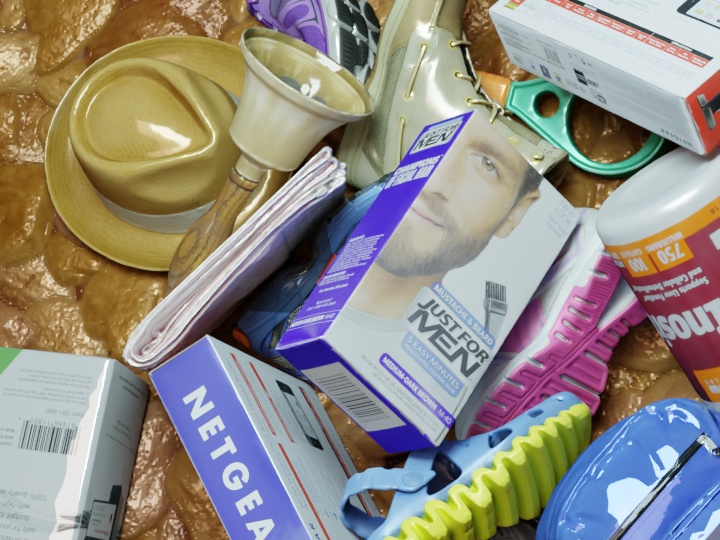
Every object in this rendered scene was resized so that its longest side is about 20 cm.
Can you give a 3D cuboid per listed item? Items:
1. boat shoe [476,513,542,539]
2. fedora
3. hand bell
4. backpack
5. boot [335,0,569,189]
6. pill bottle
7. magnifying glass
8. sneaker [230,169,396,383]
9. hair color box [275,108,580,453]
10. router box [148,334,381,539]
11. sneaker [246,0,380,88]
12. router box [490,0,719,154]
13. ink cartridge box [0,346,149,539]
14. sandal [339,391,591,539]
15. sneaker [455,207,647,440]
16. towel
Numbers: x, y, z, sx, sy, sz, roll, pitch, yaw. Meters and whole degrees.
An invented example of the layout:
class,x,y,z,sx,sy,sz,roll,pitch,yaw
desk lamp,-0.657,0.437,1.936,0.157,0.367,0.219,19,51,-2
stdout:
class,x,y,z,sx,sy,sz,roll,pitch,yaw
boat shoe,0.116,0.210,1.426,0.074,0.066,0.200,-30,67,4
fedora,-0.147,-0.097,1.588,0.200,0.082,0.201,-4,72,14
hand bell,-0.083,-0.058,1.521,0.104,0.104,0.200,41,113,23
backpack,0.218,0.173,1.343,0.200,0.168,0.163,42,77,7
boot,0.082,-0.122,1.517,0.155,0.073,0.200,29,105,21
pill bottle,0.245,0.022,1.389,0.113,0.113,0.200,-33,102,3
magnifying glass,0.126,-0.120,1.550,0.200,0.022,0.080,16,92,24
sneaker,0.000,0.000,1.511,0.078,0.075,0.200,45,117,3
hair color box,0.047,0.006,1.404,0.109,0.065,0.200,43,61,-19
router box,-0.042,0.152,1.425,0.049,0.179,0.200,-33,66,11
sneaker,-0.041,-0.192,1.608,0.083,0.081,0.200,-31,58,18
router box,0.213,-0.176,1.408,0.179,0.049,0.200,-40,39,-14
ink cartridge box,-0.245,0.159,1.531,0.146,0.084,0.200,6,74,17
sandal,0.064,0.132,1.395,0.200,0.080,0.087,-30,46,-26
sneaker,0.128,0.042,1.474,0.200,0.081,0.088,-53,34,0
towel,-0.081,0.001,1.483,0.191,0.200,0.032,-44,87,-3
